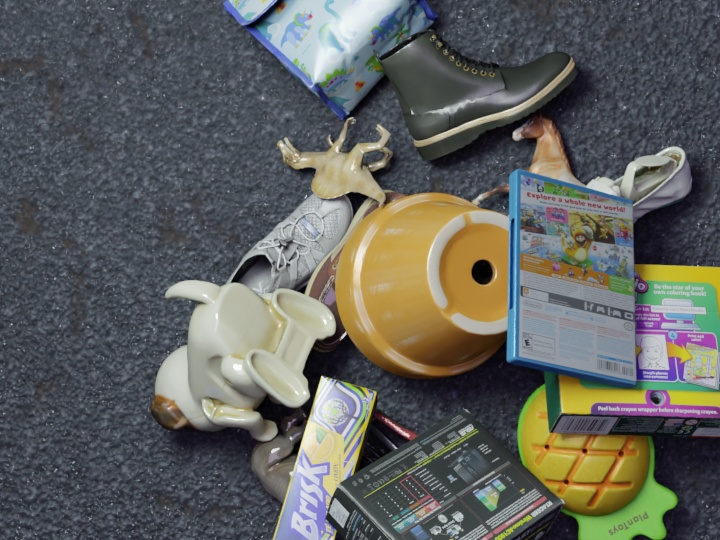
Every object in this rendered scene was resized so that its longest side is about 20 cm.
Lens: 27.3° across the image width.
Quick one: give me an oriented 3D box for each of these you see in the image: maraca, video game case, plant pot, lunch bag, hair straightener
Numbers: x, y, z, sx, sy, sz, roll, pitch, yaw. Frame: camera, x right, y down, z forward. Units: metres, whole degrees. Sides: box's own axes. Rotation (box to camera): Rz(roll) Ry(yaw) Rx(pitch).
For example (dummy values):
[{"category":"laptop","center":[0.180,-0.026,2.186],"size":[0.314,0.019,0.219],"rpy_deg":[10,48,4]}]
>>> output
[{"category":"maraca","center":[0.247,0.204,1.559],"size":[0.137,0.107,0.200],"rpy_deg":[-30,84,11]},{"category":"video game case","center":[0.210,0.008,1.473],"size":[0.143,0.018,0.201],"rpy_deg":[13,66,-23]},{"category":"plant pot","center":[0.095,0.011,1.545],"size":[0.199,0.183,0.201],"rpy_deg":[2,85,-18]},{"category":"lunch bag","center":[-0.043,-0.307,1.703],"size":[0.170,0.127,0.200],"rpy_deg":[-45,62,3]},{"category":"hair straightener","center":[0.031,0.204,1.631],"size":[0.200,0.041,0.077],"rpy_deg":[34,88,10]}]

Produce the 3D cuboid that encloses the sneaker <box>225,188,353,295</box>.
[{"category":"sneaker","center":[-0.082,-0.013,1.672],"size":[0.075,0.082,0.200],"rpy_deg":[39,87,14]}]

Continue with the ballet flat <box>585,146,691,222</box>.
[{"category":"ballet flat","center":[0.276,-0.080,1.580],"size":[0.200,0.069,0.070],"rpy_deg":[-27,74,-28]}]

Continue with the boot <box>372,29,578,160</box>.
[{"category":"boot","center":[0.126,-0.226,1.643],"size":[0.200,0.077,0.139],"rpy_deg":[-29,108,4]}]

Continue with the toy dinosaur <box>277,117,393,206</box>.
[{"category":"toy dinosaur","center":[-0.006,-0.114,1.672],"size":[0.101,0.058,0.200],"rpy_deg":[-46,45,-16]}]

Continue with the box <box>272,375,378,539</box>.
[{"category":"box","center":[-0.038,0.219,1.572],"size":[0.064,0.070,0.201],"rpy_deg":[15,79,6]}]

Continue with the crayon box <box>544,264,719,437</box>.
[{"category":"crayon box","center":[0.289,0.080,1.527],"size":[0.199,0.058,0.173],"rpy_deg":[3,62,-6]}]

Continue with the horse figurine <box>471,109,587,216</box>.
[{"category":"horse figurine","center":[0.217,-0.069,1.637],"size":[0.132,0.050,0.200],"rpy_deg":[-41,70,-11]}]

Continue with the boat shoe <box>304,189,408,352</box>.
[{"category":"boat shoe","center":[0.000,0.000,1.650],"size":[0.072,0.072,0.200],"rpy_deg":[34,83,-17]}]

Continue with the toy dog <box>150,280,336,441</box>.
[{"category":"toy dog","center":[-0.153,0.110,1.619],"size":[0.194,0.200,0.140],"rpy_deg":[26,49,-19]}]

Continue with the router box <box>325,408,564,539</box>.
[{"category":"router box","center":[0.087,0.245,1.513],"size":[0.200,0.062,0.150],"rpy_deg":[-25,57,-39]}]

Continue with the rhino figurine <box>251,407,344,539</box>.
[{"category":"rhino figurine","center":[-0.044,0.252,1.631],"size":[0.087,0.060,0.200],"rpy_deg":[-37,77,-1]}]
